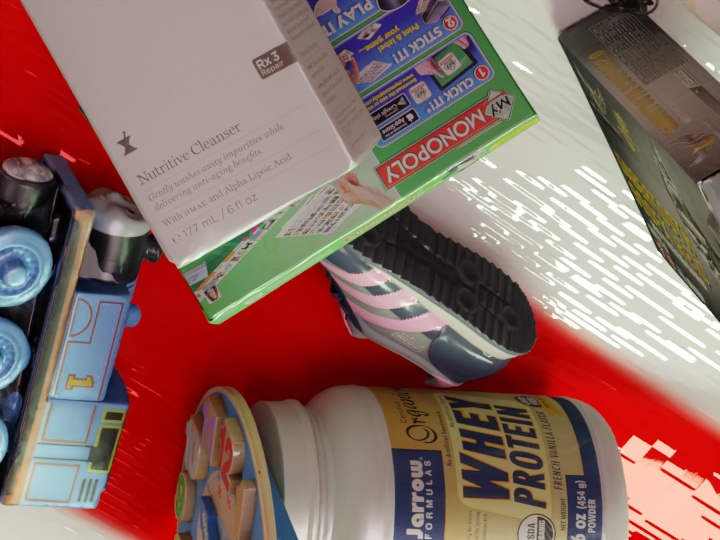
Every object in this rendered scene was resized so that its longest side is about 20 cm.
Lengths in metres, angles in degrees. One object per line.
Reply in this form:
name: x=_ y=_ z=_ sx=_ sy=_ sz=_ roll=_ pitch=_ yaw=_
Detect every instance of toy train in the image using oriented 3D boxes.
toy train: x=-0.174 y=0.034 z=1.330 sx=0.114 sy=0.087 sz=0.200 roll=5 pitch=115 yaw=-28

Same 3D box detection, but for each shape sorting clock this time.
shape sorting clock: x=-0.076 y=0.163 z=1.354 sx=0.039 sy=0.200 sz=0.200 roll=4 pitch=117 yaw=-19

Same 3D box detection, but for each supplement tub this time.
supplement tub: x=0.036 y=0.139 z=1.404 sx=0.200 sy=0.144 sz=0.144 roll=4 pitch=117 yaw=-17

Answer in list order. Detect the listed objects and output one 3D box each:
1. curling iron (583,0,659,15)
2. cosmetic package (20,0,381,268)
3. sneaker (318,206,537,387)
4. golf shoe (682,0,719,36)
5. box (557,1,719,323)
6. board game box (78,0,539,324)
curling iron: x=0.191 y=-0.202 z=1.296 sx=0.200 sy=0.050 sz=0.026 roll=-41 pitch=163 yaw=24
cosmetic package: x=-0.088 y=-0.119 z=1.217 sx=0.113 sy=0.081 sz=0.200 roll=-29 pitch=98 yaw=15
sneaker: x=0.000 y=0.000 z=1.368 sx=0.200 sy=0.070 sz=0.082 roll=40 pitch=131 yaw=-18
golf shoe: x=0.218 y=-0.198 z=1.235 sx=0.091 sy=0.075 sz=0.200 roll=23 pitch=110 yaw=23
box: x=0.186 y=-0.037 z=1.316 sx=0.048 sy=0.200 sz=0.158 roll=-30 pitch=122 yaw=-1
board game box: x=-0.027 y=-0.081 z=1.291 sx=0.200 sy=0.029 sz=0.135 roll=-32 pitch=84 yaw=4
